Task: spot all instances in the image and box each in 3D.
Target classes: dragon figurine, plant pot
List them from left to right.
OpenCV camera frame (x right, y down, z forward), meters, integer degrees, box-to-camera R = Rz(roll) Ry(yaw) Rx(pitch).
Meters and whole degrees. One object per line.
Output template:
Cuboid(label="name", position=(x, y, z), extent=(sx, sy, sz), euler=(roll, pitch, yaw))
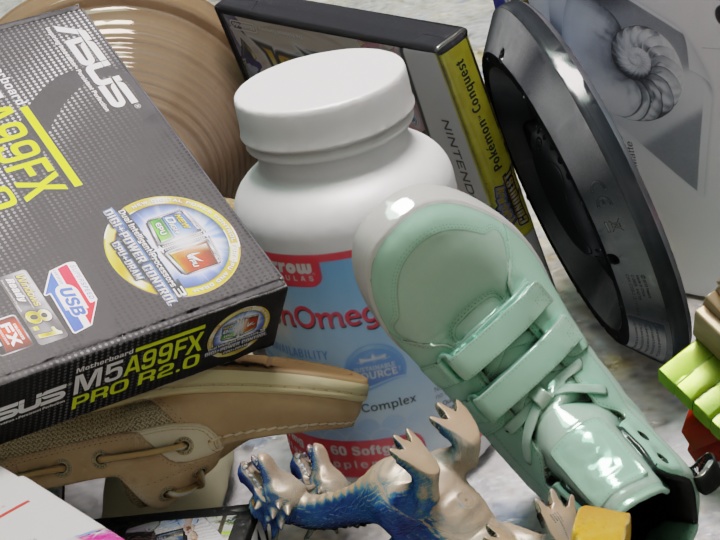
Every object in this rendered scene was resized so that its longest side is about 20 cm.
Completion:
Cuboid(label="plant pot", position=(-0.143, -0.065, 1.246), extent=(0.201, 0.201, 0.093), euler=(-13, 30, -1))
Cuboid(label="dragon figurine", position=(0.039, 0.125, 0.887), extent=(0.200, 0.099, 0.059), euler=(40, 42, 13))

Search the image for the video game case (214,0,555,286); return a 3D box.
Cuboid(label="video game case", position=(0.013, -0.065, 1.181), extent=(0.025, 0.181, 0.200), euler=(-38, 33, -26))

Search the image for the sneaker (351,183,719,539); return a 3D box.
Cuboid(label="sneaker", position=(0.081, 0.047, 0.897), extent=(0.074, 0.200, 0.118), euler=(-43, 35, -2))

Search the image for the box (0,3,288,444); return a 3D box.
Cuboid(label="box", position=(-0.151, -0.024, 0.933), extent=(0.160, 0.044, 0.200), euler=(-19, 55, -27))

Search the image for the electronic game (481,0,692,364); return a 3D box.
Cuboid(label="electronic game", position=(0.115, -0.044, 1.065), extent=(0.042, 0.200, 0.200), euler=(-25, 25, -3))

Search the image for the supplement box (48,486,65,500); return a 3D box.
Cuboid(label="supplement box", position=(-0.221, 0.031, 1.044), extent=(0.131, 0.200, 0.103), euler=(-4, -15, 14))

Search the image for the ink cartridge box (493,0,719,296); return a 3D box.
Cuboid(label="ink cartridge box", position=(0.150, -0.080, 1.125), extent=(0.200, 0.200, 0.041), euler=(10, 38, 42))

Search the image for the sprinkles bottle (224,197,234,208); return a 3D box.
Cuboid(label="sprinkles bottle", position=(-0.053, -0.004, 1.161), extent=(0.200, 0.068, 0.068), euler=(11, 29, 12))

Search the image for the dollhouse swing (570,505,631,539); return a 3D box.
Cuboid(label="dollhouse swing", position=(-0.001, 0.182, 0.651), extent=(0.182, 0.176, 0.200), euler=(-4, 26, 18))

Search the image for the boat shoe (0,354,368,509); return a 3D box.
Cuboid(label="boat shoe", position=(-0.095, 0.074, 0.956), extent=(0.200, 0.065, 0.071), euler=(-3, 2, -5))

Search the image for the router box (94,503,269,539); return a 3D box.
Cuboid(label="router box", position=(-0.146, 0.167, 0.892), extent=(0.200, 0.051, 0.149), euler=(-7, 26, 13))

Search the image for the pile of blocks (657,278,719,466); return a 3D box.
Cuboid(label="pile of blocks", position=(0.168, 0.047, 0.900), extent=(0.062, 0.082, 0.200), euler=(-36, -4, -15))

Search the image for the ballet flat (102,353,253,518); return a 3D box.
Cuboid(label="ballet flat", position=(-0.097, 0.073, 1.075), extent=(0.069, 0.070, 0.200), euler=(-9, 24, 8))

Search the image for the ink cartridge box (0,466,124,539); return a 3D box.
Cuboid(label="ink cartridge box", position=(-0.137, 0.147, 0.788), extent=(0.115, 0.068, 0.200), euler=(-29, 30, -28))

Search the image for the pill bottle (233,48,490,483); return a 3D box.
Cuboid(label="pill bottle", position=(0.000, 0.000, 1.021), extent=(0.109, 0.200, 0.109), euler=(-11, 23, 5))
